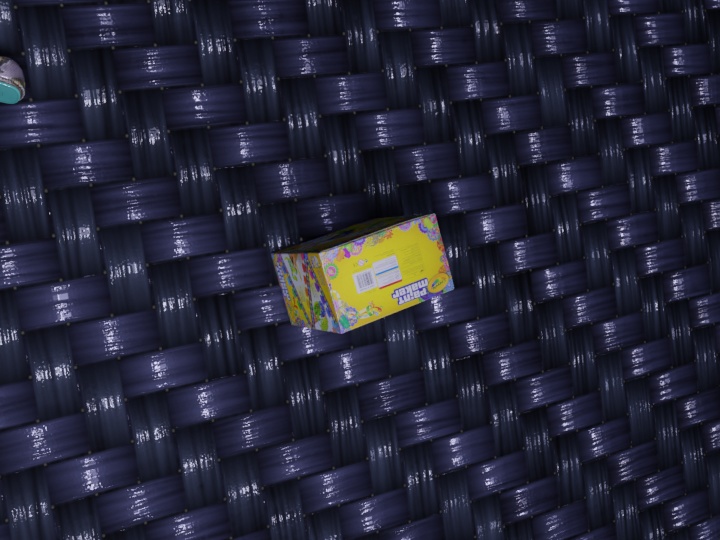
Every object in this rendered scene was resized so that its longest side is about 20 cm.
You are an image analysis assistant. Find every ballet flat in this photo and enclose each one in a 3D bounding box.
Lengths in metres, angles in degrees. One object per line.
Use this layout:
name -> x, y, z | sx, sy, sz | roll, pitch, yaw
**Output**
ballet flat -> -0.540, -0.272, 1.234 | 0.199, 0.072, 0.073 | 11, 86, -27

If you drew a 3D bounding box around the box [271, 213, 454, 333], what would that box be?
box -> 0.000, 0.000, 1.434 | 0.199, 0.192, 0.123 | -20, 100, -24
